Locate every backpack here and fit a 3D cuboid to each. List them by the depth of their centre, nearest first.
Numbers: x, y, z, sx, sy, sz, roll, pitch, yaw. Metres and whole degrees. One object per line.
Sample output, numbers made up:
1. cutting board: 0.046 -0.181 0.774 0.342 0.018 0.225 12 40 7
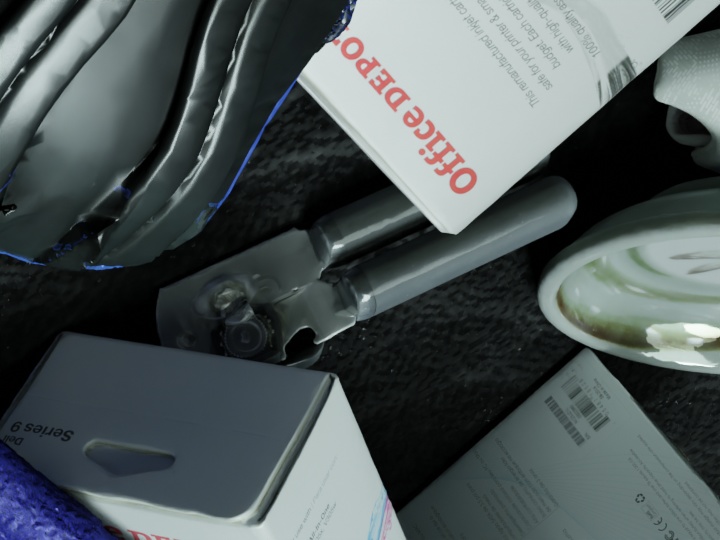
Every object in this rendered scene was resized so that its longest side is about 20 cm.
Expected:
1. backpack: -0.093 -0.110 0.681 0.162 0.168 0.200 15 109 -35

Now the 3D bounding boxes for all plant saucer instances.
1. plant saucer: 0.184 -0.003 0.964 0.199 0.050 0.200 4 160 1

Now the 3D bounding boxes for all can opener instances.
1. can opener: 0.000 0.000 0.917 0.199 0.053 0.067 -24 165 -12

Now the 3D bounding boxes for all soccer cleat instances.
1. soccer cleat: 0.197 -0.067 0.967 0.086 0.070 0.200 0 160 25

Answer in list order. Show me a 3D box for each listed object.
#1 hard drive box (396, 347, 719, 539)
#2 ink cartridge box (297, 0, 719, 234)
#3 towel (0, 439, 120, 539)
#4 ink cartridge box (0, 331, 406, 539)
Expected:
1. hard drive box: 0.092 0.164 1.012 0.200 0.156 0.077 -41 135 5
2. ink cartridge box: 0.059 -0.135 0.812 0.200 0.084 0.146 -40 133 4
3. towel: -0.125 0.154 0.853 0.200 0.050 0.148 39 143 -15
4. ink cartridge box: -0.060 0.129 0.894 0.088 0.145 0.200 -63 146 -34
